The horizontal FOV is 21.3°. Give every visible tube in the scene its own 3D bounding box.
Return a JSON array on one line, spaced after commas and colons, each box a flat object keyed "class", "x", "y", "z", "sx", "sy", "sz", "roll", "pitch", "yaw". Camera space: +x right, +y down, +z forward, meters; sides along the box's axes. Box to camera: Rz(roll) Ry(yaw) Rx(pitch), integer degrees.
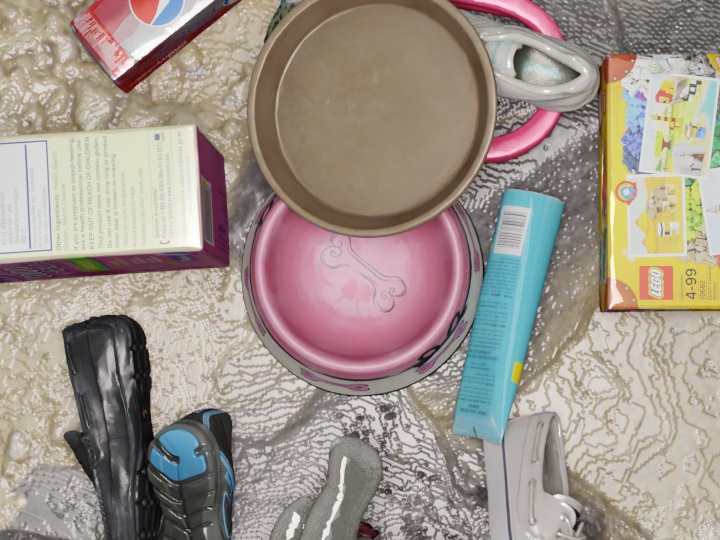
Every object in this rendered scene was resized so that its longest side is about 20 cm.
[{"class": "tube", "x": 0.115, "y": 0.037, "z": 1.528, "sx": 0.050, "sy": 0.077, "sz": 0.201, "roll": 17, "pitch": 83, "yaw": -20}]

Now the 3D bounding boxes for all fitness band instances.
[{"class": "fitness band", "x": 0.071, "y": -0.163, "z": 1.559, "sx": 0.199, "sy": 0.037, "sz": 0.144, "roll": 9, "pitch": 89, "yaw": 4}]

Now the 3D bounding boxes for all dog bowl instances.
[{"class": "dog bowl", "x": 0.000, "y": 0.000, "z": 1.530, "sx": 0.199, "sy": 0.074, "sz": 0.201, "roll": 0, "pitch": 86, "yaw": 2}]

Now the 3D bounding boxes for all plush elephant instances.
[{"class": "plush elephant", "x": -0.013, "y": 0.250, "z": 1.486, "sx": 0.164, "sy": 0.155, "sz": 0.200, "roll": 36, "pitch": 81, "yaw": -5}]

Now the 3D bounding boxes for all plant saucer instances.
[{"class": "plant saucer", "x": 0.010, "y": -0.125, "z": 1.472, "sx": 0.199, "sy": 0.029, "sz": 0.201, "roll": 0, "pitch": 88, "yaw": 15}]

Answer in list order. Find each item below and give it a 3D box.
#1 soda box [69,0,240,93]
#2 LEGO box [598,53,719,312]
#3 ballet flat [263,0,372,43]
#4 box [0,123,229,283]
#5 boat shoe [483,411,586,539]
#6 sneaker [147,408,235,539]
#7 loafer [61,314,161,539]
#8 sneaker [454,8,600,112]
[{"class": "soda box", "x": -0.137, "y": -0.233, "z": 1.551, "sx": 0.200, "sy": 0.070, "sz": 0.063, "roll": -39, "pitch": 86, "yaw": -1}, {"class": "LEGO box", "x": 0.266, "y": -0.068, "z": 1.522, "sx": 0.148, "sy": 0.077, "sz": 0.201, "roll": 0, "pitch": 86, "yaw": 2}, {"class": "ballet flat", "x": -0.003, "y": -0.237, "z": 1.518, "sx": 0.199, "sy": 0.074, "sz": 0.075, "roll": -20, "pitch": 85, "yaw": 25}, {"class": "box", "x": -0.211, "y": -0.049, "z": 1.490, "sx": 0.199, "sy": 0.176, "sz": 0.097, "roll": -3, "pitch": 86, "yaw": 2}, {"class": "boat shoe", "x": 0.142, "y": 0.196, "z": 1.474, "sx": 0.065, "sy": 0.072, "sz": 0.201, "roll": -22, "pitch": 43, "yaw": 19}, {"class": "sneaker", "x": -0.125, "y": 0.207, "z": 1.522, "sx": 0.073, "sy": 0.082, "sz": 0.201, "roll": 11, "pitch": 109, "yaw": 17}, {"class": "loafer", "x": -0.202, "y": 0.136, "z": 1.536, "sx": 0.070, "sy": 0.068, "sz": 0.202, "roll": -8, "pitch": 83, "yaw": 13}, {"class": "sneaker", "x": 0.092, "y": -0.172, "z": 1.501, "sx": 0.199, "sy": 0.080, "sz": 0.071, "roll": 9, "pitch": 92, "yaw": 4}]
